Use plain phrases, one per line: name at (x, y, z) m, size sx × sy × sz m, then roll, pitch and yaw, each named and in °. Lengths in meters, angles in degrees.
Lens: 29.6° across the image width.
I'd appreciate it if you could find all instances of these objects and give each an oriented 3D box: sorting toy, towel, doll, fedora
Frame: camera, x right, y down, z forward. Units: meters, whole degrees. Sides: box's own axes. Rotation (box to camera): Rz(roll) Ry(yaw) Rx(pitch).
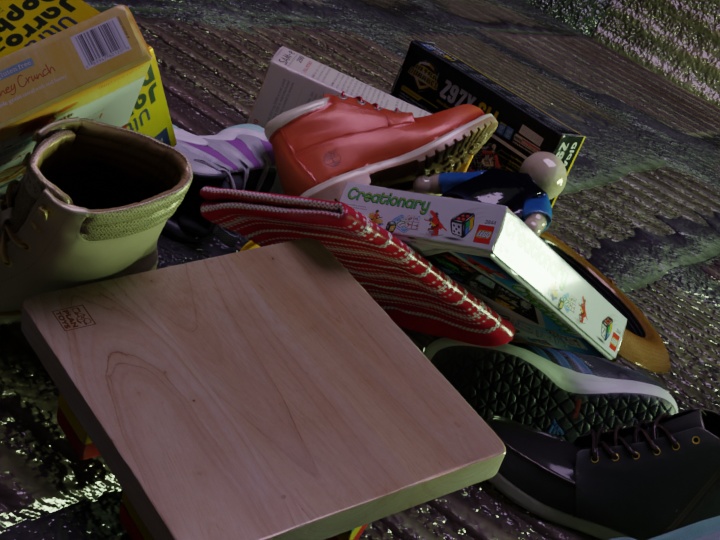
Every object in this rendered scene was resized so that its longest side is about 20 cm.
sorting toy at (-0.059, 0.083, 0.752) m, size 0.197 × 0.070 × 0.200 m, roll -13°, pitch 44°, yaw -34°
towel at (0.000, 0.000, 0.914) m, size 0.144 × 0.023 × 0.199 m, roll 9°, pitch -18°, yaw 43°
doll at (0.085, -0.043, 1.072) m, size 0.199 × 0.049 × 0.136 m, roll -31°, pitch 38°, yaw -25°
fedora at (0.167, 0.039, 1.134) m, size 0.200 × 0.082 × 0.201 m, roll 36°, pitch 15°, yaw -11°

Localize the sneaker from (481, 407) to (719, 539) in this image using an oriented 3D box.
sneaker at (0.174, 0.123, 0.930) m, size 0.198 × 0.107 × 0.075 m, roll 25°, pitch 21°, yaw 0°

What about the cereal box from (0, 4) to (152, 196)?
cereal box at (-0.201, -0.085, 0.804) m, size 0.040 × 0.143 × 0.200 m, roll 61°, pitch -15°, yaw 0°

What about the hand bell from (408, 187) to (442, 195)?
hand bell at (0.082, 0.036, 1.102) m, size 0.103 × 0.105 × 0.201 m, roll 7°, pitch 40°, yaw -38°

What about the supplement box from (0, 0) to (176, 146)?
supplement box at (-0.252, -0.146, 1.036) m, size 0.199 × 0.110 × 0.109 m, roll 34°, pitch 64°, yaw 25°

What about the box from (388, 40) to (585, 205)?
box at (0.100, -0.106, 1.320) m, size 0.199 × 0.161 × 0.049 m, roll 36°, pitch 23°, yaw 31°

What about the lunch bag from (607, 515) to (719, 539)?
lunch bag at (0.171, 0.222, 0.676) m, size 0.198 × 0.123 × 0.171 m, roll -2°, pitch 35°, yaw -35°

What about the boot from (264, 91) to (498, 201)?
boot at (0.018, -0.115, 1.140) m, size 0.198 × 0.075 × 0.108 m, roll -21°, pitch 70°, yaw -21°

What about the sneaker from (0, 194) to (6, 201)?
sneaker at (-0.177, -0.003, 0.886) m, size 0.199 × 0.076 × 0.070 m, roll 36°, pitch 23°, yaw 28°

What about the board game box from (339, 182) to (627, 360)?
board game box at (0.085, 0.003, 0.920) m, size 0.125 × 0.035 × 0.200 m, roll 12°, pitch -15°, yaw 37°

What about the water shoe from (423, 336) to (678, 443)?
water shoe at (0.135, 0.090, 1.015) m, size 0.198 × 0.072 × 0.079 m, roll 16°, pitch 15°, yaw -8°

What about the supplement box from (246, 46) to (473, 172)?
supplement box at (-0.009, -0.101, 1.235) m, size 0.198 × 0.127 × 0.074 m, roll 25°, pitch 21°, yaw -2°

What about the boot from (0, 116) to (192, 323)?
boot at (-0.201, -0.021, 0.758) m, size 0.198 × 0.156 × 0.074 m, roll 1°, pitch 63°, yaw -21°

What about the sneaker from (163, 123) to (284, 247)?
sneaker at (-0.113, -0.061, 1.110) m, size 0.198 × 0.078 × 0.140 m, roll 1°, pitch 31°, yaw -28°

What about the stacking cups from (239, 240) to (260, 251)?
stacking cups at (-0.065, 0.045, 0.930) m, size 0.060 × 0.061 × 0.201 m, roll 20°, pitch 26°, yaw -10°
